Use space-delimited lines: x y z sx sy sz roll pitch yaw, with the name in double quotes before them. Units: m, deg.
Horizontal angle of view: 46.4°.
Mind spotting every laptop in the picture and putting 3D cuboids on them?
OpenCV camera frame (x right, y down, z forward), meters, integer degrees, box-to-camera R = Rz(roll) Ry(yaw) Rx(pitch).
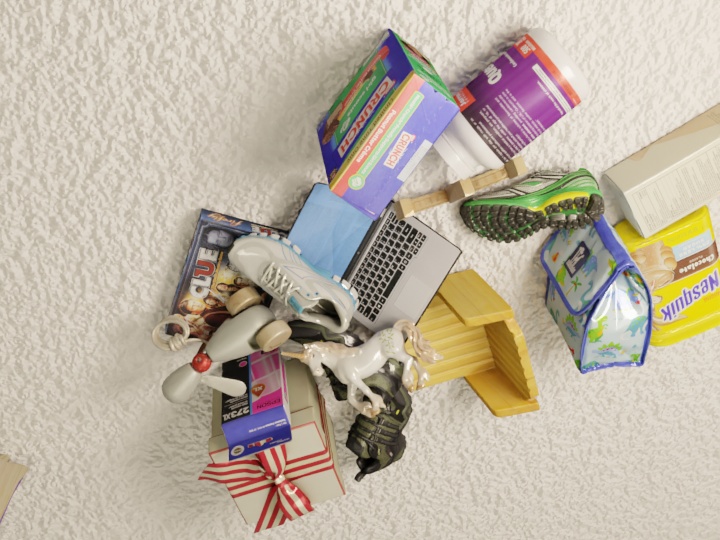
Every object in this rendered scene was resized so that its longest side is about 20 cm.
"laptop" 0.000 0.000 1.181 0.200 0.116 0.187 37 116 15

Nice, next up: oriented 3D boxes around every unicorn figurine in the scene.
"unicorn figurine" 0.005 0.136 1.193 0.200 0.137 0.074 -28 169 -17

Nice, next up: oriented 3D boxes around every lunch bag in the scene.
"lunch bag" 0.342 0.021 1.214 0.127 0.170 0.200 -7 128 -6

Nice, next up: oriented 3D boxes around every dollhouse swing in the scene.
"dollhouse swing" 0.139 0.133 1.268 0.176 0.182 0.200 -25 123 -8

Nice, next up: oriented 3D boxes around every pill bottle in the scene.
"pill bottle" 0.188 -0.210 1.090 0.200 0.112 0.112 -39 119 14

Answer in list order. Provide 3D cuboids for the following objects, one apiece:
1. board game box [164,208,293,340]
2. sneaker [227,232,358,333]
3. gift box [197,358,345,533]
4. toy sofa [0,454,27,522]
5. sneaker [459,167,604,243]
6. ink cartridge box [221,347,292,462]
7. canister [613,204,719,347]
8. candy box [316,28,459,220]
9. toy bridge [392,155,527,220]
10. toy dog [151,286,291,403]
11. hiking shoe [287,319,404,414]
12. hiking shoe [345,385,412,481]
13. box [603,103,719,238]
"board game box" -0.192 0.019 1.214 0.135 0.035 0.200 14 118 -17
"sneaker" -0.091 0.020 1.140 0.200 0.087 0.075 28 116 -11
"gift box" -0.138 0.275 1.289 0.200 0.187 0.185 -22 121 4
"toy sofa" -0.587 0.367 1.266 0.098 0.200 0.083 26 114 -16
"sneaker" 0.241 -0.096 1.196 0.200 0.085 0.078 -6 137 12
"ink cartridge box" -0.154 0.189 1.226 0.095 0.200 0.037 -19 122 1
"canister" 0.476 0.002 1.281 0.148 0.087 0.200 -24 120 6
"candy box" 0.026 -0.184 1.028 0.077 0.200 0.169 29 112 -24
"toy bridge" 0.136 -0.112 1.166 0.200 0.067 0.027 -21 90 -16
"toy dog" -0.187 0.111 1.198 0.200 0.132 0.096 -21 160 9
"hiking shoe" -0.030 0.140 1.250 0.200 0.076 0.101 22 80 4
"hiking shoe" 0.025 0.249 1.334 0.101 0.076 0.200 -34 133 -39
"box" 0.462 -0.143 1.194 0.200 0.078 0.095 -30 121 9
